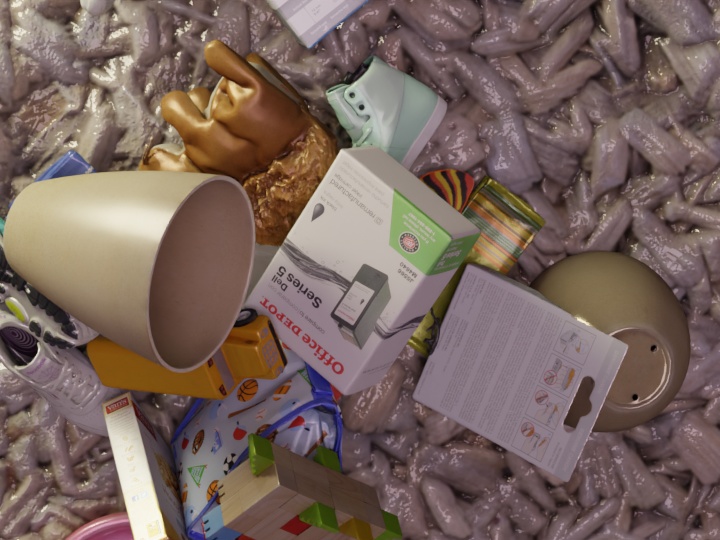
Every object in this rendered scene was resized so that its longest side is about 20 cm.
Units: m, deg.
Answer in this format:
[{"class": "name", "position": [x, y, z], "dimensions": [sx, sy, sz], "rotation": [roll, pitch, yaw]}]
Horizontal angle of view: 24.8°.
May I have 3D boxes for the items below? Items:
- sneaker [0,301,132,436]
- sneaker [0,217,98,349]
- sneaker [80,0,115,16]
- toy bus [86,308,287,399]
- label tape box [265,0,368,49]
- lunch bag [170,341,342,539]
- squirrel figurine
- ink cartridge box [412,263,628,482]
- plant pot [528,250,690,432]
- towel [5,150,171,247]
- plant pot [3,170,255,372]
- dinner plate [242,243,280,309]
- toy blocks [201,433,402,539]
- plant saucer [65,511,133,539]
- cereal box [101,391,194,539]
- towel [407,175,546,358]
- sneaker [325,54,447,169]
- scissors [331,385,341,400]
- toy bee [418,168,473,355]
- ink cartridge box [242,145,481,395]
[{"class": "sneaker", "position": [-0.316, 0.112, 1.695], "dimensions": [0.200, 0.100, 0.075], "rotation": [41, 95, -14]}, {"class": "sneaker", "position": [-0.336, 0.001, 1.667], "dimensions": [0.200, 0.080, 0.078], "rotation": [42, 129, 12]}, {"class": "sneaker", "position": [-0.279, -0.359, 1.632], "dimensions": [0.105, 0.076, 0.201], "rotation": [11, 92, 2]}, {"class": "toy bus", "position": [-0.174, 0.082, 1.649], "dimensions": [0.199, 0.078, 0.065], "rotation": [3, 126, 35]}, {"class": "label tape box", "position": [-0.061, -0.347, 1.662], "dimensions": [0.143, 0.066, 0.200], "rotation": [-38, 105, 0]}, {"class": "lunch bag", "position": [-0.094, 0.167, 1.677], "dimensions": [0.123, 0.170, 0.200], "rotation": [23, 111, -26]}, {"class": "squirrel figurine", "position": [-0.126, -0.103, 1.654], "dimensions": [0.200, 0.142, 0.187], "rotation": [43, 100, 3]}, {"class": "ink cartridge box", "position": [0.170, 0.106, 1.726], "dimensions": [0.199, 0.057, 0.163], "rotation": [26, 101, 21]}, {"class": "plant pot", "position": [0.271, 0.088, 1.758], "dimensions": [0.199, 0.134, 0.201], "rotation": [-1, 100, -8]}, {"class": "towel", "position": [-0.257, -0.025, 1.677], "dimensions": [0.200, 0.024, 0.145], "rotation": [43, 133, -14]}, {"class": "plant pot", "position": [-0.232, -0.020, 1.555], "dimensions": [0.199, 0.187, 0.188], "rotation": [15, 100, 23]}, {"class": "dinner plate", "position": [-0.121, 0.044, 1.750], "dimensions": [0.199, 0.024, 0.201], "rotation": [-1, 101, -7]}, {"class": "toy blocks", "position": [-0.078, 0.244, 1.582], "dimensions": [0.137, 0.100, 0.200], "rotation": [-38, 135, 24]}, {"class": "plant saucer", "position": [-0.247, 0.354, 1.777], "dimensions": [0.199, 0.051, 0.202], "rotation": [-2, 102, -8]}, {"class": "cereal box", "position": [-0.203, 0.239, 1.663], "dimensions": [0.039, 0.200, 0.144], "rotation": [-24, 136, 1]}, {"class": "towel", "position": [0.112, 0.001, 1.778], "dimensions": [0.086, 0.018, 0.200], "rotation": [35, 94, -12]}, {"class": "sneaker", "position": [-0.008, -0.125, 1.699], "dimensions": [0.118, 0.074, 0.201], "rotation": [35, 78, -18]}, {"class": "scissors", "position": [-0.038, 0.163, 1.787], "dimensions": [0.073, 0.014, 0.201], "rotation": [-5, 108, -24]}, {"class": "toy bee", "position": [0.050, -0.029, 1.695], "dimensions": [0.108, 0.200, 0.131], "rotation": [18, 130, -4]}, {"class": "ink cartridge box", "position": [0.000, 0.000, 1.617], "dimensions": [0.145, 0.084, 0.200], "rotation": [39, 111, 16]}]
